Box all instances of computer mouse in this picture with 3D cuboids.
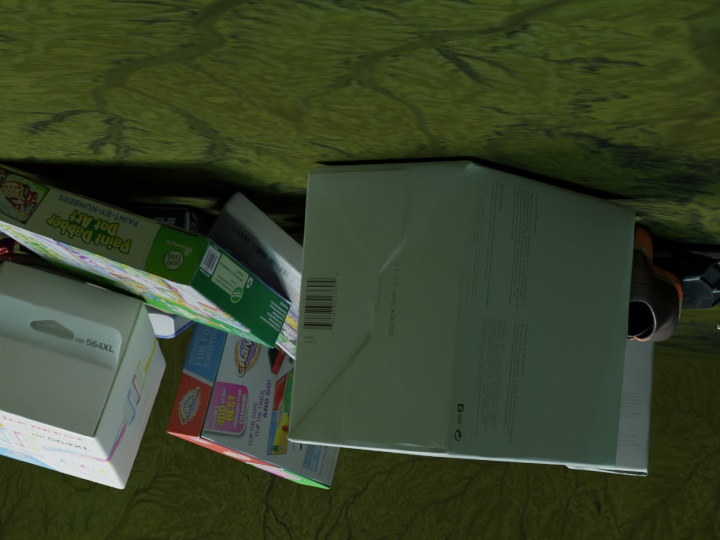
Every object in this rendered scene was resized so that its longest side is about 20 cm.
[{"bbox_3d":[0.293,0.014,1.681,0.199,0.046,0.140,-7,152,23],"label":"computer mouse"}]

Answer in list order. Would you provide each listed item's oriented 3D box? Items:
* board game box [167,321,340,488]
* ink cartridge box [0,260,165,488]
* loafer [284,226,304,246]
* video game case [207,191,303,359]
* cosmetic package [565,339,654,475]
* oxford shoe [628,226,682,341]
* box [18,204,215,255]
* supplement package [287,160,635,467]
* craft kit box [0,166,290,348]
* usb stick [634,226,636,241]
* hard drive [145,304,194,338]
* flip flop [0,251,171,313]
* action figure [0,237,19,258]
[{"bbox_3d":[-0.081,0.102,1.746,0.040,0.154,0.200,4,164,38],"label":"board game box"},{"bbox_3d":[-0.253,0.088,1.616,0.128,0.126,0.200,15,161,7],"label":"ink cartridge box"},{"bbox_3d":[0.000,0.000,1.740,0.075,0.069,0.200,1,174,39],"label":"loafer"},{"bbox_3d":[-0.048,0.032,1.578,0.200,0.023,0.182,41,159,0],"label":"video game case"},{"bbox_3d":[0.239,0.091,1.824,0.081,0.201,0.113,5,178,5],"label":"cosmetic package"},{"bbox_3d":[0.225,0.030,1.585,0.071,0.073,0.200,-7,157,21],"label":"oxford shoe"},{"bbox_3d":[-0.199,-0.024,1.751,0.157,0.050,0.200,4,175,16],"label":"box"},{"bbox_3d":[0.073,0.034,1.329,0.147,0.192,0.200,1,174,41],"label":"supplement package"},{"bbox_3d":[-0.176,-0.009,1.492,0.197,0.049,0.200,21,171,21],"label":"craft kit box"},{"bbox_3d":[0.133,-0.027,1.512,0.055,0.033,0.200,-1,180,-40],"label":"usb stick"},{"bbox_3d":[-0.193,0.016,1.864,0.131,0.025,0.200,6,-160,22],"label":"hard drive"},{"bbox_3d":[-0.256,0.020,1.695,0.199,0.058,0.081,10,172,-27],"label":"flip flop"},{"bbox_3d":[-0.296,-0.043,1.617,0.199,0.052,0.065,4,158,-15],"label":"action figure"}]
